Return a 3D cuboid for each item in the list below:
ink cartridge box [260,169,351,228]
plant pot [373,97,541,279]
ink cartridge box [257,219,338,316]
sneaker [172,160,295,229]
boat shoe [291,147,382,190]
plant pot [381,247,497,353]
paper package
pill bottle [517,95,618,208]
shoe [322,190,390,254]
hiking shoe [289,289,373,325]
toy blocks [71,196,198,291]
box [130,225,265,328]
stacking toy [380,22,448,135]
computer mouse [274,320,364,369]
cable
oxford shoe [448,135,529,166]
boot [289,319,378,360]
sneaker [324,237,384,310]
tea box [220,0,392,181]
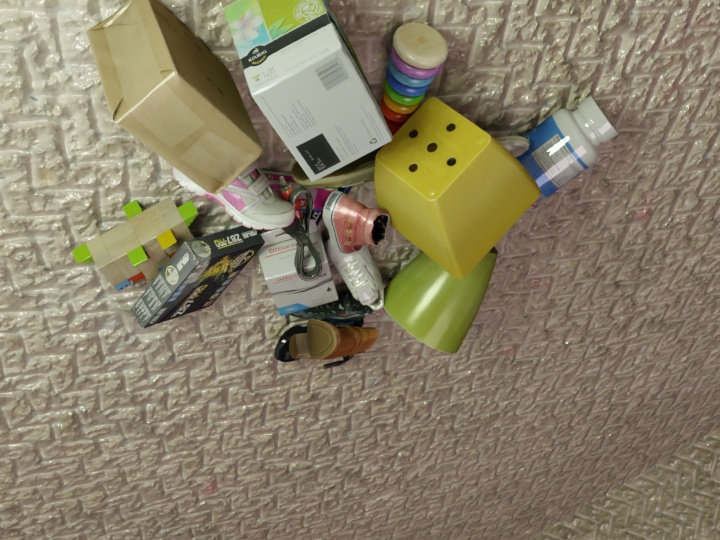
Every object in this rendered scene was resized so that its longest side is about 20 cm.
[{"bbox_3d":[-0.107,-0.116,1.658,0.198,0.037,0.095,1,139,-33],"label":"ink cartridge box"},{"bbox_3d":[0.134,-0.147,1.552,0.200,0.200,0.177,-46,149,-6],"label":"plant pot"},{"bbox_3d":[-0.111,-0.002,1.744,0.114,0.067,0.201,-16,153,-1],"label":"ink cartridge box"},{"bbox_3d":[-0.181,-0.134,1.499,0.198,0.082,0.089,29,117,-10],"label":"sneaker"},{"bbox_3d":[-0.016,-0.163,1.617,0.199,0.073,0.064,-18,141,-20],"label":"boat shoe"},{"bbox_3d":[0.165,0.019,1.887,0.186,0.187,0.201,17,114,-43],"label":"plant pot"},{"bbox_3d":[-0.240,-0.231,1.294,0.103,0.192,0.200,-35,144,13],"label":"paper package"},{"bbox_3d":[0.341,-0.208,1.724,0.199,0.113,0.112,-37,143,18],"label":"pill bottle"},{"bbox_3d":[0.001,-0.064,1.648,0.072,0.090,0.200,-62,164,-12],"label":"shoe"},{"bbox_3d":[-0.072,0.077,1.895,0.198,0.075,0.087,7,148,-25],"label":"hiking shoe"},{"bbox_3d":[-0.342,-0.033,1.594,0.199,0.100,0.137,-30,159,-7],"label":"toy blocks"},{"bbox_3d":[-0.269,0.008,1.651,0.160,0.049,0.200,-17,159,-50],"label":"box"},{"bbox_3d":[0.065,-0.274,1.515,0.084,0.086,0.201,-6,146,-22],"label":"stacking toy"},{"bbox_3d":[-0.092,0.150,2.002,0.198,0.046,0.141,-16,138,-25],"label":"computer mouse"},{"bbox_3d":[-0.102,-0.072,1.623,0.096,0.051,0.201,-31,133,1],"label":"cable"},{"bbox_3d":[0.194,-0.175,1.694,0.198,0.058,0.075,-18,154,16],"label":"oxford shoe"},{"bbox_3d":[-0.033,0.127,1.868,0.153,0.075,0.200,-2,174,-25],"label":"boot"},{"bbox_3d":[0.000,0.000,1.812,0.074,0.100,0.200,-27,144,9],"label":"sneaker"},{"bbox_3d":[-0.072,-0.269,1.335,0.132,0.198,0.200,-27,146,7],"label":"tea box"}]
